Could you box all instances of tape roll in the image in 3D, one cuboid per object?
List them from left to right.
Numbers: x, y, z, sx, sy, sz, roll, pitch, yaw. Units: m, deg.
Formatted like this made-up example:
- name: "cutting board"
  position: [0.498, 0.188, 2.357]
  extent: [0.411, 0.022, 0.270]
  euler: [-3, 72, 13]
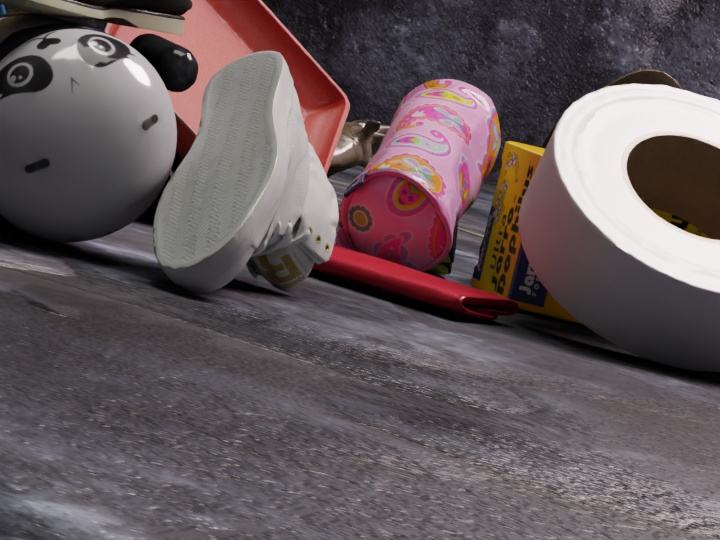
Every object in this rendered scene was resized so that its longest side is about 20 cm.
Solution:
- name: "tape roll"
  position: [0.207, -0.030, 1.750]
  extent: [0.202, 0.071, 0.203]
  euler: [13, 41, -11]

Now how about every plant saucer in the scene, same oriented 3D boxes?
- name: "plant saucer"
  position: [-0.099, -0.131, 1.882]
  extent: [0.200, 0.037, 0.200]
  euler: [48, 30, -19]

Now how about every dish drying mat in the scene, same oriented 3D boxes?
- name: "dish drying mat"
  position: [0.000, 0.000, 1.740]
  extent: [0.199, 0.018, 0.077]
  euler: [18, 5, 32]

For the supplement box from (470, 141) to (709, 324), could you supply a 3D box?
- name: "supplement box"
  position: [0.193, -0.013, 1.892]
  extent: [0.199, 0.109, 0.110]
  euler: [12, 5, -12]

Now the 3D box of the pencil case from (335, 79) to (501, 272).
- name: "pencil case"
  position: [0.041, -0.064, 1.870]
  extent: [0.087, 0.088, 0.200]
  euler: [14, 27, 9]

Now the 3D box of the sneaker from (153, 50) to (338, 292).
- name: "sneaker"
  position: [-0.055, -0.025, 1.524]
  extent: [0.073, 0.116, 0.200]
  euler: [-11, 33, 20]

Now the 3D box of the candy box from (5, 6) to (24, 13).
- name: "candy box"
  position: [-0.245, -0.169, 1.642]
  extent: [0.102, 0.027, 0.200]
  euler: [-19, -1, 24]

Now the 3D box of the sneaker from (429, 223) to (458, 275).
- name: "sneaker"
  position: [0.028, -0.044, 2.024]
  extent: [0.081, 0.074, 0.200]
  euler: [10, 3, -5]

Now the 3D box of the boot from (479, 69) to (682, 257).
- name: "boot"
  position: [0.164, -0.075, 1.984]
  extent: [0.074, 0.200, 0.075]
  euler: [43, 22, 2]

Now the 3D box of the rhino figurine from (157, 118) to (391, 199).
- name: "rhino figurine"
  position: [-0.056, -0.084, 2.007]
  extent: [0.199, 0.060, 0.087]
  euler: [-11, 14, -16]

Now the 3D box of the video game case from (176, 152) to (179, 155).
- name: "video game case"
  position: [-0.155, -0.113, 1.995]
  extent: [0.180, 0.026, 0.200]
  euler: [0, 14, 29]

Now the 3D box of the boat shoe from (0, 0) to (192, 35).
- name: "boat shoe"
  position: [-0.160, -0.174, 1.557]
  extent: [0.073, 0.063, 0.201]
  euler: [15, 8, 25]

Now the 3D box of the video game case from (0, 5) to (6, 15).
- name: "video game case"
  position: [-0.314, -0.127, 1.656]
  extent: [0.199, 0.018, 0.143]
  euler: [-16, 0, -7]

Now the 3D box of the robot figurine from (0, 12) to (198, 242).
- name: "robot figurine"
  position: [-0.182, -0.086, 1.549]
  extent: [0.124, 0.151, 0.200]
  euler: [26, -1, -25]
